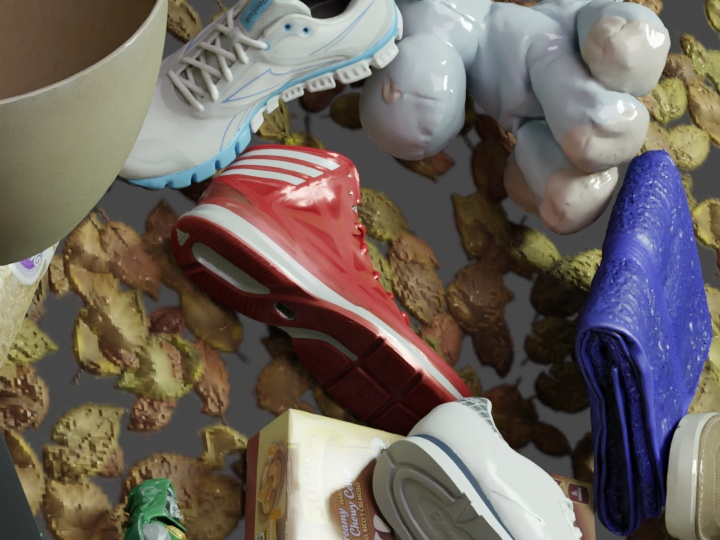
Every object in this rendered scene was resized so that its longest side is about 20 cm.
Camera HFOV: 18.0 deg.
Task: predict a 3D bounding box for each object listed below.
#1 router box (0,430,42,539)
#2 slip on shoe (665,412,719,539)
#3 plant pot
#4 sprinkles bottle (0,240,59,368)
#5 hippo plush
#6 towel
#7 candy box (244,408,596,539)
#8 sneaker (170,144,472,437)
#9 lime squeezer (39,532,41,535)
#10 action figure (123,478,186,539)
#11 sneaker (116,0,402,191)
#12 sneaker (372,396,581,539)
[{"bbox_3d":[-0.218,0.151,1.028,0.157,0.052,0.200,-34,114,-39],"label":"router box"},{"bbox_3d":[0.227,0.124,1.311,0.200,0.060,0.076,21,74,-64],"label":"slip on shoe"},{"bbox_3d":[-0.188,-0.081,1.089,0.200,0.135,0.201,-1,40,0],"label":"plant pot"},{"bbox_3d":[-0.195,-0.007,1.170,0.068,0.068,0.200,29,53,-16],"label":"sprinkles bottle"},{"bbox_3d":[0.084,-0.131,1.354,0.160,0.159,0.201,15,77,-12],"label":"hippo plush"},{"bbox_3d":[0.168,0.038,1.314,0.200,0.049,0.148,-66,152,-54],"label":"towel"},{"bbox_3d":[0.035,0.157,1.236,0.200,0.055,0.116,16,58,-26],"label":"candy box"},{"bbox_3d":[0.000,0.000,1.285,0.200,0.078,0.116,40,52,-10],"label":"sneaker"},{"bbox_3d":[-0.247,0.106,1.097,0.200,0.038,0.071,-2,67,-34],"label":"lime squeezer"},{"bbox_3d":[-0.081,0.191,1.126,0.055,0.118,0.200,-19,62,-5],"label":"action figure"},{"bbox_3d":[-0.066,-0.123,1.267,0.200,0.087,0.075,-35,65,-15],"label":"sneaker"},{"bbox_3d":[0.094,0.157,1.195,0.080,0.076,0.200,-31,87,-49],"label":"sneaker"}]
